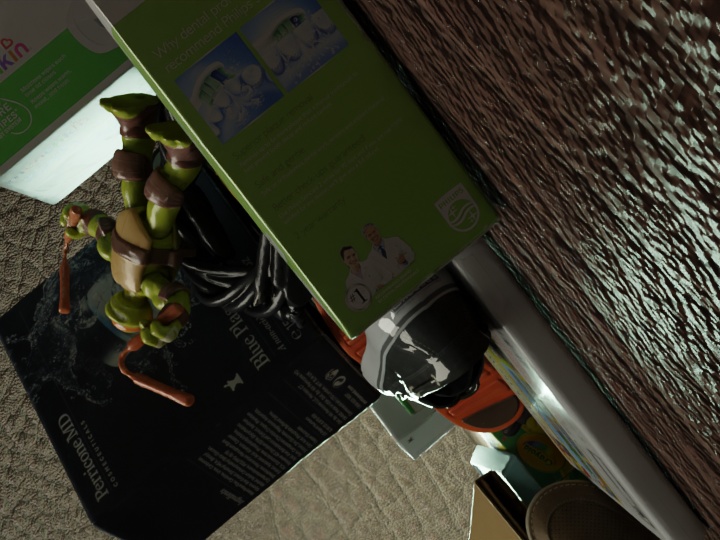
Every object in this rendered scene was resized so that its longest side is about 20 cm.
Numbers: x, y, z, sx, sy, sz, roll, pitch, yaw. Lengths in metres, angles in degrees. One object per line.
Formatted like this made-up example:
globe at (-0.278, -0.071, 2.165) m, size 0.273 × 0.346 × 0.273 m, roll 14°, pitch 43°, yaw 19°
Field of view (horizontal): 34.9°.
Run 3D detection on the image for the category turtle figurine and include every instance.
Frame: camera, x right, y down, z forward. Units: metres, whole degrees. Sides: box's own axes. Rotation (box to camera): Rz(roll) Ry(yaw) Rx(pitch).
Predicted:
turtle figurine at (-0.132, -0.018, 0.719) m, size 0.064 × 0.163 × 0.200 m, roll -3°, pitch -151°, yaw -34°

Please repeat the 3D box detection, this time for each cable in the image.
cable at (-0.075, -0.069, 0.722) m, size 0.163 × 0.051 × 0.202 m, roll 26°, pitch 123°, yaw 44°

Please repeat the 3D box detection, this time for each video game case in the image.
video game case at (0.100, 0.056, 0.661) m, size 0.200 × 0.023 × 0.182 m, roll 51°, pitch 177°, yaw -9°

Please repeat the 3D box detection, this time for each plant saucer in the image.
plant saucer at (0.120, 0.171, 0.891) m, size 0.070 × 0.019 × 0.200 m, roll 53°, pitch 176°, yaw 4°

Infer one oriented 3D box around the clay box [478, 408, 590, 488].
clay box at (0.137, 0.142, 0.910) m, size 0.200 × 0.047 × 0.115 m, roll 50°, pitch 177°, yaw 46°

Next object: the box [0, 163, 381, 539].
box at (-0.127, 0.064, 0.831) m, size 0.197 × 0.200 × 0.117 m, roll 51°, pitch -179°, yaw 34°

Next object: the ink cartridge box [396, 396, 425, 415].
ink cartridge box at (0.000, 0.000, 0.934) m, size 0.147 × 0.083 × 0.200 m, roll 54°, pitch 177°, yaw -36°

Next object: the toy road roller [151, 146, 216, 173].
toy road roller at (-0.110, -0.117, 1.178) m, size 0.198 × 0.147 × 0.123 m, roll 10°, pitch 162°, yaw 18°

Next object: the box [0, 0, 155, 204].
box at (-0.183, -0.150, 0.783) m, size 0.097 × 0.200 × 0.176 m, roll 50°, pitch 176°, yaw -1°

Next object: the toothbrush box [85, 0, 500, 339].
toothbrush box at (-0.040, -0.080, 0.523) m, size 0.200 × 0.086 × 0.146 m, roll 51°, pitch 178°, yaw -8°

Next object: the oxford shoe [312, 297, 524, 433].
oxford shoe at (0.034, 0.032, 0.783) m, size 0.200 × 0.071 × 0.073 m, roll 44°, pitch -156°, yaw -27°

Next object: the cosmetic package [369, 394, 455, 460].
cosmetic package at (0.029, 0.073, 1.140) m, size 0.200 × 0.113 × 0.081 m, roll 52°, pitch 178°, yaw 25°

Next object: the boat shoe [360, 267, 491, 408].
boat shoe at (0.040, 0.051, 0.646) m, size 0.057 × 0.069 × 0.200 m, roll 49°, pitch 175°, yaw 14°

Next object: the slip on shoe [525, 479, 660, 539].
slip on shoe at (0.176, 0.199, 0.680) m, size 0.200 × 0.076 × 0.061 m, roll 47°, pitch -179°, yaw 27°

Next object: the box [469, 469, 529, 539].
box at (0.139, 0.250, 0.849) m, size 0.164 × 0.021 × 0.201 m, roll 48°, pitch 161°, yaw 27°
